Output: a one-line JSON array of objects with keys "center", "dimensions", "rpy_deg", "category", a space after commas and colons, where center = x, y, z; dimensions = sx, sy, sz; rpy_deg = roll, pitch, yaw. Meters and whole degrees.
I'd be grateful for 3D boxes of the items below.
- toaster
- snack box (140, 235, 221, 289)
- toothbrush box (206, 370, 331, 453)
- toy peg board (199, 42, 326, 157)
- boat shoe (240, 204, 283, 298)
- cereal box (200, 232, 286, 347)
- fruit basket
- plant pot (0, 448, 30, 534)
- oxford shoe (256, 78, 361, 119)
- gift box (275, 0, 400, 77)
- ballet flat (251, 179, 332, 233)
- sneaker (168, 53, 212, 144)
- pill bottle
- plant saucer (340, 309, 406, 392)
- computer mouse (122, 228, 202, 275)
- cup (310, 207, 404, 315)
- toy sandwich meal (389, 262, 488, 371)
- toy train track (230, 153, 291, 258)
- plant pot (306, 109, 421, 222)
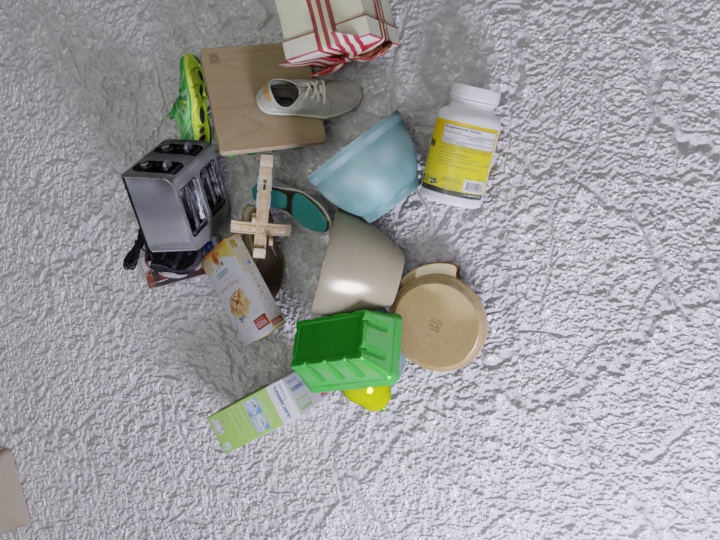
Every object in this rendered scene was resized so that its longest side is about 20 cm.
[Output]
[{"center": [-0.357, -0.139, 1.501], "dimensions": [0.118, 0.181, 0.201], "rpy_deg": [1, 122, 20], "category": "toaster"}, {"center": [-0.376, -0.017, 1.631], "dimensions": [0.199, 0.024, 0.072], "rpy_deg": [-14, 91, 23], "category": "snack box"}, {"center": [-0.181, 0.271, 1.533], "dimensions": [0.200, 0.146, 0.086], "rpy_deg": [-31, 86, 23], "category": "toothbrush box"}, {"center": [-0.189, -0.309, 1.439], "dimensions": [0.199, 0.098, 0.200], "rpy_deg": [-10, 81, -20], "category": "toy peg board"}, {"center": [-0.202, -0.034, 1.542], "dimensions": [0.064, 0.071, 0.201], "rpy_deg": [23, 120, 53], "category": "boat shoe"}, {"center": [-0.235, 0.042, 1.516], "dimensions": [0.144, 0.039, 0.201], "rpy_deg": [-33, 84, 53], "category": "cereal box"}, {"center": [-0.005, 0.168, 1.419], "dimensions": [0.215, 0.216, 0.156], "rpy_deg": [-5, 63, 23], "category": "fruit basket"}, {"center": [-0.975, 0.574, 1.888], "dimensions": [0.199, 0.177, 0.201], "rpy_deg": [-12, 94, 24], "category": "plant pot"}, {"center": [-0.088, -0.317, 1.391], "dimensions": [0.058, 0.199, 0.076], "rpy_deg": [140, 121, -65], "category": "oxford shoe"}, {"center": [-0.053, -0.446, 1.341], "dimensions": [0.184, 0.200, 0.188], "rpy_deg": [-11, 96, 28], "category": "gift box"}, {"center": [-0.119, -0.133, 1.476], "dimensions": [0.200, 0.069, 0.070], "rpy_deg": [25, 107, 29], "category": "ballet flat"}, {"center": [-0.350, -0.334, 1.542], "dimensions": [0.083, 0.074, 0.201], "rpy_deg": [1, 99, 18], "category": "sneaker"}, {"center": [0.177, -0.216, 1.327], "dimensions": [0.112, 0.112, 0.201], "rpy_deg": [17, 104, 19], "category": "pill bottle"}, {"center": [-0.011, 0.160, 1.504], "dimensions": [0.200, 0.039, 0.202], "rpy_deg": [4, 100, 22], "category": "plant saucer"}, {"center": [-0.393, -0.053, 1.602], "dimensions": [0.199, 0.046, 0.141], "rpy_deg": [3, 63, 27], "category": "computer mouse"}, {"center": [0.000, 0.000, 1.408], "dimensions": [0.143, 0.200, 0.201], "rpy_deg": [15, 105, -4], "category": "cup"}, {"center": [0.144, 0.086, 1.418], "dimensions": [0.204, 0.070, 0.206], "rpy_deg": [5, 104, 18], "category": "toy sandwich meal"}, {"center": [-0.182, -0.116, 1.431], "dimensions": [0.114, 0.033, 0.201], "rpy_deg": [3, 108, -10], "category": "toy train track"}, {"center": [0.024, -0.171, 1.362], "dimensions": [0.200, 0.200, 0.134], "rpy_deg": [-35, 97, 23], "category": "plant pot"}]
